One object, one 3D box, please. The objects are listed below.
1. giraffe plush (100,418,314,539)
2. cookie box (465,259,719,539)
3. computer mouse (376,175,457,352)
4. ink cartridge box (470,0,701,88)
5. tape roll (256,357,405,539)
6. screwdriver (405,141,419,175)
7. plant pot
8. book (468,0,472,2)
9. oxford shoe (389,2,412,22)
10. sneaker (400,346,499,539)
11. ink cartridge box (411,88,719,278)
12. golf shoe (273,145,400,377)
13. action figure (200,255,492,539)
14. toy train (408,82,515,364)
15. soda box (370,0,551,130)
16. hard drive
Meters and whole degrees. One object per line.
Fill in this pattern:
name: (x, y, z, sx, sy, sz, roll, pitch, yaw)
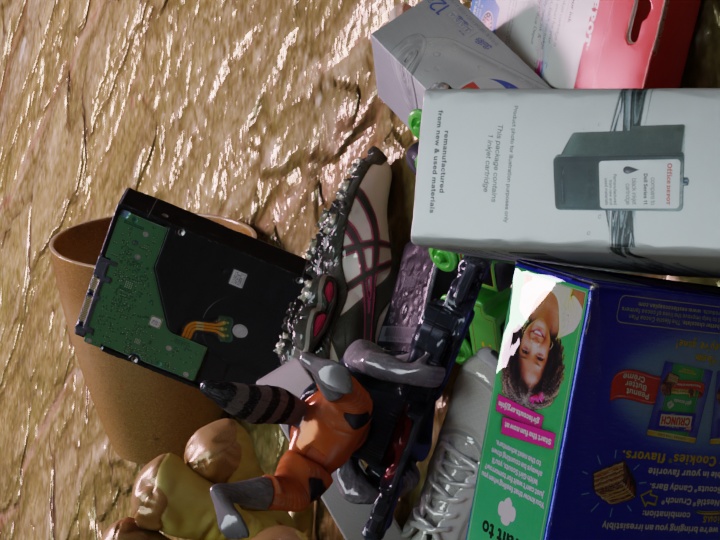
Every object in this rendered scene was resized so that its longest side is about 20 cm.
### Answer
giraffe plush: (-0.078, 0.235, 1.214, 0.173, 0.199, 0.162, -56, 38, -2)
cookie box: (0.150, 0.107, 0.834, 0.075, 0.170, 0.202, 19, 101, 62)
computer mouse: (0.071, 0.003, 1.122, 0.140, 0.046, 0.202, -13, 62, 63)
ink cartridge box: (0.150, -0.169, 0.990, 0.200, 0.067, 0.117, 31, 112, 58)
tape roll: (-0.010, 0.155, 1.113, 0.204, 0.037, 0.203, 60, 174, 10)
screwdriver: (0.073, -0.051, 1.067, 0.029, 0.028, 0.200, -41, 27, -3)
plant pot: (-0.185, 0.066, 1.444, 0.186, 0.185, 0.202, 31, 124, 58)
book: (-0.010, -0.250, 1.151, 0.134, 0.198, 0.049, 45, 123, 53)
oxford shoe: (0.063, -0.144, 1.144, 0.057, 0.076, 0.200, -28, 29, 5)
sneaker: (0.068, 0.140, 0.983, 0.075, 0.080, 0.202, 38, 136, 41)
ink cartridge box: (0.146, -0.043, 0.821, 0.198, 0.146, 0.084, 4, 87, 28)
golf shoe: (0.000, 0.000, 1.221, 0.077, 0.087, 0.202, 128, 162, -60)
action figure: (-0.004, 0.064, 0.947, 0.104, 0.193, 0.202, 26, 102, 19)
toy train: (0.071, -0.020, 0.966, 0.056, 0.042, 0.202, 20, 133, 40)
soda box: (0.090, -0.084, 0.993, 0.200, 0.063, 0.068, 49, 163, 26)
hard drive: (-0.125, 0.030, 1.310, 0.038, 0.198, 0.141, -79, 11, -62)
